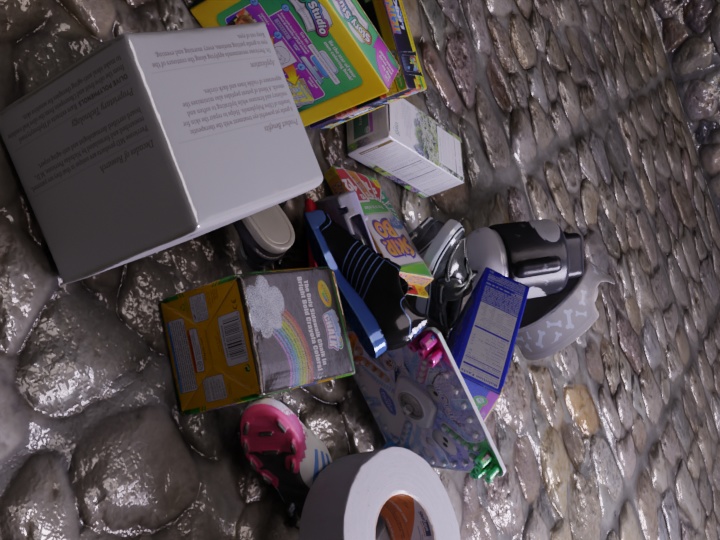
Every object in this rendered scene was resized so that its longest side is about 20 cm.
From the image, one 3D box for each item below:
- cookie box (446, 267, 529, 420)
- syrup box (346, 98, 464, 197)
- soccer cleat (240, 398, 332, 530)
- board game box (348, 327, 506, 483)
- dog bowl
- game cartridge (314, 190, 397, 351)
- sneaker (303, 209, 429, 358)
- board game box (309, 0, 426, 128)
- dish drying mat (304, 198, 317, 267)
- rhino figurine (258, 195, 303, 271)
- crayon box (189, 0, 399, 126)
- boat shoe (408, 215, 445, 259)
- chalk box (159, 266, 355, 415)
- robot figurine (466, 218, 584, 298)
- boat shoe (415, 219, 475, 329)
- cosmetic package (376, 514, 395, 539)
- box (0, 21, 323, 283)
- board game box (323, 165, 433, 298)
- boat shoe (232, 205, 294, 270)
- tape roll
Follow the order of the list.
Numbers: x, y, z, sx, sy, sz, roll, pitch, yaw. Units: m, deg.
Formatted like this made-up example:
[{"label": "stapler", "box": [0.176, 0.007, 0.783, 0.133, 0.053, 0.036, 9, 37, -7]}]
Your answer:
[{"label": "cookie box", "box": [0.157, 0.128, 1.242, 0.075, 0.172, 0.201, 23, 49, 2]}, {"label": "syrup box", "box": [0.067, -0.184, 1.311, 0.199, 0.081, 0.080, 21, 59, -48]}, {"label": "soccer cleat", "box": [-0.076, 0.199, 0.978, 0.087, 0.069, 0.201, -78, 153, -52]}, {"label": "board game box", "box": [0.062, 0.164, 1.080, 0.026, 0.199, 0.201, -35, 106, -34]}, {"label": "dog bowl", "box": [0.328, 0.058, 1.488, 0.059, 0.200, 0.200, 46, 42, -10]}, {"label": "game cartridge", "box": [0.000, 0.000, 1.121, 0.038, 0.130, 0.202, -22, 98, -12]}, {"label": "sneaker", "box": [0.004, 0.005, 1.020, 0.077, 0.070, 0.201, -23, 65, -14]}, {"label": "board game box", "box": [-0.018, -0.307, 1.168, 0.057, 0.164, 0.202, -17, 90, -56]}, {"label": "dish drying mat", "box": [-0.052, 0.019, 1.095, 0.077, 0.018, 0.202, 79, 6, -75]}, {"label": "rhino figurine", "box": [-0.102, -0.080, 1.061, 0.087, 0.059, 0.202, 22, 62, -45]}, {"label": "crayon box", "box": [-0.078, -0.280, 1.071, 0.200, 0.171, 0.059, 51, 42, -29]}, {"label": "boat shoe", "box": [0.061, -0.019, 1.259, 0.068, 0.072, 0.200, 42, 51, 12]}, {"label": "chalk box", "box": [-0.095, 0.071, 0.962, 0.199, 0.123, 0.126, -4, 79, -55]}, {"label": "robot figurine", "box": [0.254, -0.014, 1.416, 0.198, 0.151, 0.126, -7, 58, -13]}, {"label": "boat shoe", "box": [0.128, 0.008, 1.238, 0.072, 0.071, 0.201, -44, 157, -27]}, {"label": "cosmetic package", "box": [0.029, 0.337, 1.062, 0.200, 0.090, 0.108, -43, 111, -48]}, {"label": "box", "box": [-0.184, -0.113, 0.842, 0.199, 0.199, 0.173, -29, 99, -55]}, {"label": "board game box", "box": [0.027, -0.052, 1.184, 0.095, 0.030, 0.201, 10, 46, -50]}, {"label": "boat shoe", "box": [-0.148, -0.089, 0.992, 0.072, 0.063, 0.201, -18, 69, -45]}, {"label": "tape roll", "box": [0.026, 0.295, 0.954, 0.199, 0.066, 0.202, 24, 57, -44]}]
